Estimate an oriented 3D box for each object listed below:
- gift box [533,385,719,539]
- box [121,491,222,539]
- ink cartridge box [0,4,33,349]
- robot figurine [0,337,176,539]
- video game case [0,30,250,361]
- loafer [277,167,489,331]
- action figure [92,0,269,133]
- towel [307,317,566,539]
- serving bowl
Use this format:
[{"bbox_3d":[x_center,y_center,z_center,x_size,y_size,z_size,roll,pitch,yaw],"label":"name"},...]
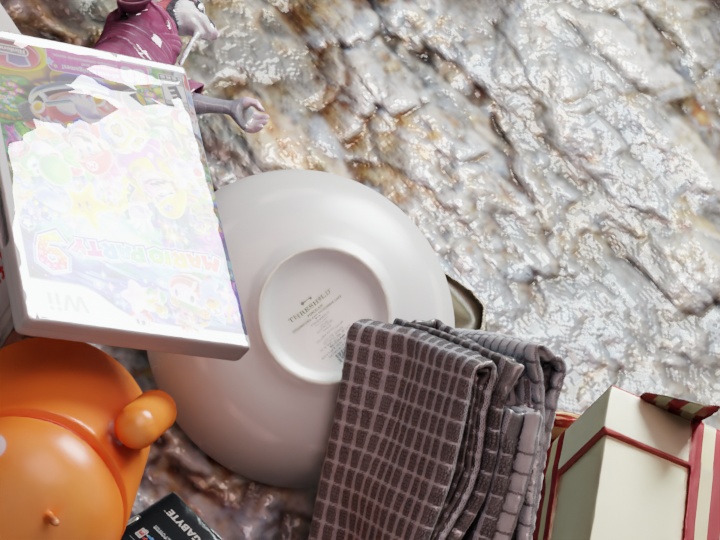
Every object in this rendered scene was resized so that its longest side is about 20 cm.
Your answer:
[{"bbox_3d":[0.185,0.183,1.493,0.184,0.200,0.187,26,50,-17],"label":"gift box"},{"bbox_3d":[-0.100,0.238,1.425,0.200,0.046,0.159,43,50,18],"label":"box"},{"bbox_3d":[-0.230,-0.055,1.502,0.085,0.146,0.200,-23,73,-39],"label":"ink cartridge box"},{"bbox_3d":[-0.179,0.111,1.416,0.143,0.117,0.200,7,25,2],"label":"robot figurine"},{"bbox_3d":[-0.144,-0.044,1.435,0.143,0.018,0.201,9,52,-34],"label":"video game case"},{"bbox_3d":[0.000,0.000,1.636,0.199,0.070,0.075,27,52,-10],"label":"loafer"},{"bbox_3d":[-0.153,-0.123,1.641,0.148,0.134,0.200,-4,33,21],"label":"action figure"},{"bbox_3d":[0.038,0.128,1.466,0.085,0.165,0.201,11,92,-21],"label":"towel"},{"bbox_3d":[-0.030,0.032,1.558,0.199,0.066,0.201,2,82,-16],"label":"serving bowl"}]
